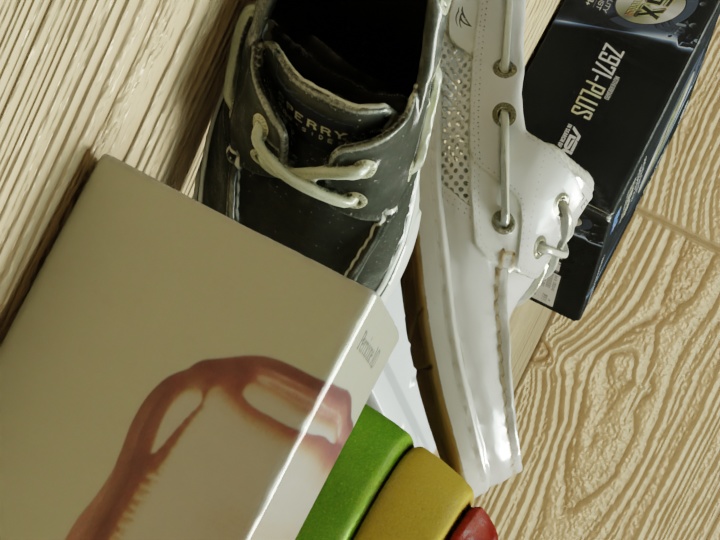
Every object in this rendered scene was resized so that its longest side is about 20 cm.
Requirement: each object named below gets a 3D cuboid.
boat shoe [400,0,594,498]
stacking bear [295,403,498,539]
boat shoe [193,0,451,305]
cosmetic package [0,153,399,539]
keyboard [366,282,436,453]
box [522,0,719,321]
[{"bbox_3d":[0.046,-0.024,0.923,0.071,0.069,0.201,118,-33,-80],"label":"boat shoe"},{"bbox_3d":[-0.003,0.104,0.874,0.114,0.200,0.121,-62,172,-11],"label":"stacking bear"},{"bbox_3d":[-0.011,-0.052,0.801,0.064,0.070,0.201,-61,166,-66],"label":"boat shoe"},{"bbox_3d":[-0.073,0.081,0.747,0.200,0.087,0.103,-63,172,-4],"label":"cosmetic package"},{"bbox_3d":[0.000,0.000,0.952,0.056,0.011,0.200,-65,148,-31],"label":"keyboard"},{"bbox_3d":[0.140,-0.083,1.669,0.164,0.086,0.200,-62,172,-18],"label":"box"}]
